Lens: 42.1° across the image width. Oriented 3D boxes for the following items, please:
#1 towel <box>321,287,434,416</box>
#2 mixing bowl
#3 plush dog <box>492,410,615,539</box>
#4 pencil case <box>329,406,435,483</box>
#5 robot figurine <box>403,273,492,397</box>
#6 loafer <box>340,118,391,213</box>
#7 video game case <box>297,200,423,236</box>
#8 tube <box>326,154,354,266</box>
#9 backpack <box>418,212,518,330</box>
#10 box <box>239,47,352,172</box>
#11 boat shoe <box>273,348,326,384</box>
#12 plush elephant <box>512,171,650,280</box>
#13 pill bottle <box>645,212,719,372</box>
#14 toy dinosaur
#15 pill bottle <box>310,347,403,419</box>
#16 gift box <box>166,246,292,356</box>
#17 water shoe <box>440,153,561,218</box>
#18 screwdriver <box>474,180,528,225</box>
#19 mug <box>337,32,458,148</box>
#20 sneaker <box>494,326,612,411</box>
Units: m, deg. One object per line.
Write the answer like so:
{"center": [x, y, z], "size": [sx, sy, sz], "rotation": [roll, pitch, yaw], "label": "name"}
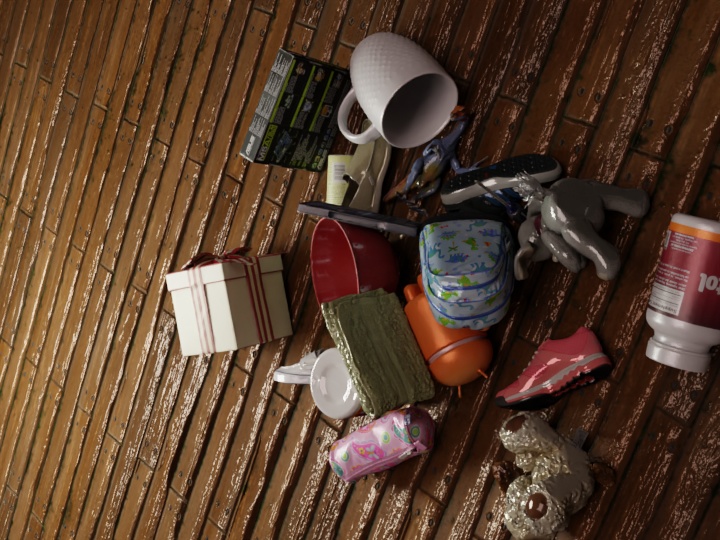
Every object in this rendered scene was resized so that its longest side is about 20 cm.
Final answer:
{"center": [0.029, 0.124, 1.470], "size": [0.036, 0.147, 0.201], "rotation": [-45, 63, 47], "label": "towel"}
{"center": [0.000, 0.000, 1.621], "size": [0.200, 0.107, 0.202], "rotation": [171, 90, -66], "label": "mixing bowl"}
{"center": [0.276, 0.338, 1.417], "size": [0.201, 0.159, 0.172], "rotation": [-100, 32, -45], "label": "plush dog"}
{"center": [0.038, 0.303, 1.617], "size": [0.199, 0.087, 0.088], "rotation": [-30, 71, 34], "label": "pencil case"}
{"center": [0.142, 0.101, 1.524], "size": [0.143, 0.117, 0.201], "rotation": [-26, 70, 6], "label": "robot figurine"}
{"center": [0.006, -0.176, 1.656], "size": [0.076, 0.068, 0.202], "rotation": [-164, 79, -66], "label": "loafer"}
{"center": [0.006, -0.088, 1.568], "size": [0.198, 0.143, 0.019], "rotation": [11, 97, 9], "label": "video game case"}
{"center": [-0.038, -0.111, 1.718], "size": [0.058, 0.051, 0.202], "rotation": [-160, 71, -79], "label": "tube"}
{"center": [0.162, -0.001, 1.428], "size": [0.161, 0.154, 0.202], "rotation": [1, 55, 8], "label": "backpack"}
{"center": [-0.107, -0.281, 1.683], "size": [0.047, 0.192, 0.201], "rotation": [35, 110, 34], "label": "box"}
{"center": [-0.073, 0.177, 1.726], "size": [0.198, 0.073, 0.066], "rotation": [-4, 81, 28], "label": "boat shoe"}
{"center": [0.300, -0.055, 1.393], "size": [0.198, 0.155, 0.166], "rotation": [24, 60, 4], "label": "plush elephant"}
{"center": [0.458, 0.030, 1.278], "size": [0.112, 0.112, 0.202], "rotation": [19, 101, 37], "label": "pill bottle"}
{"center": [0.117, -0.194, 1.575], "size": [0.199, 0.105, 0.183], "rotation": [19, 82, 48], "label": "toy dinosaur"}
{"center": [0.020, 0.182, 1.562], "size": [0.113, 0.199, 0.116], "rotation": [-2, 87, 39], "label": "pill bottle"}
{"center": [-0.235, 0.051, 1.789], "size": [0.199, 0.184, 0.189], "rotation": [-12, 90, 34], "label": "gift box"}
{"center": [0.230, -0.129, 1.501], "size": [0.198, 0.072, 0.079], "rotation": [-11, 125, 22], "label": "water shoe"}
{"center": [0.219, -0.107, 1.418], "size": [0.029, 0.200, 0.028], "rotation": [-39, 59, 12], "label": "screwdriver"}
{"center": [0.042, -0.300, 1.587], "size": [0.200, 0.147, 0.176], "rotation": [-44, 51, 12], "label": "mug"}
{"center": [0.291, 0.153, 1.445], "size": [0.199, 0.073, 0.088], "rotation": [-30, 57, 29], "label": "sneaker"}
